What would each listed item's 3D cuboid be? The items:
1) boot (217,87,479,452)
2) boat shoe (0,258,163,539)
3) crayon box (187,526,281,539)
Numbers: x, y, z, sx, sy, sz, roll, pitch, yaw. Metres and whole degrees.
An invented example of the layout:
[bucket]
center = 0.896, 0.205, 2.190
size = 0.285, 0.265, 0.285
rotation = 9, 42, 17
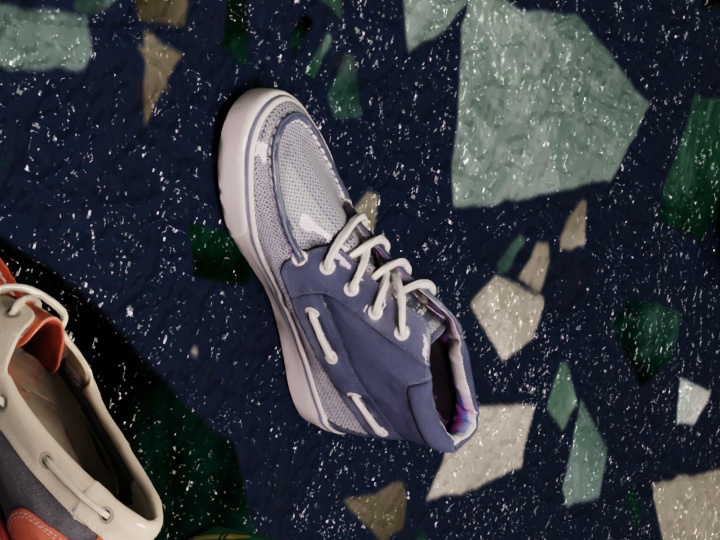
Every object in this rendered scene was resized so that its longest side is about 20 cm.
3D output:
[boot]
center = 0.000, 0.000, 1.411
size = 0.073, 0.090, 0.200
rotation = -49, 135, -36
[boat shoe]
center = -0.136, 0.044, 1.159
size = 0.071, 0.200, 0.063
rotation = 7, 135, -44
[crayon box]
center = -0.082, 0.237, 1.381
size = 0.119, 0.058, 0.200
rotation = -23, 116, -50
